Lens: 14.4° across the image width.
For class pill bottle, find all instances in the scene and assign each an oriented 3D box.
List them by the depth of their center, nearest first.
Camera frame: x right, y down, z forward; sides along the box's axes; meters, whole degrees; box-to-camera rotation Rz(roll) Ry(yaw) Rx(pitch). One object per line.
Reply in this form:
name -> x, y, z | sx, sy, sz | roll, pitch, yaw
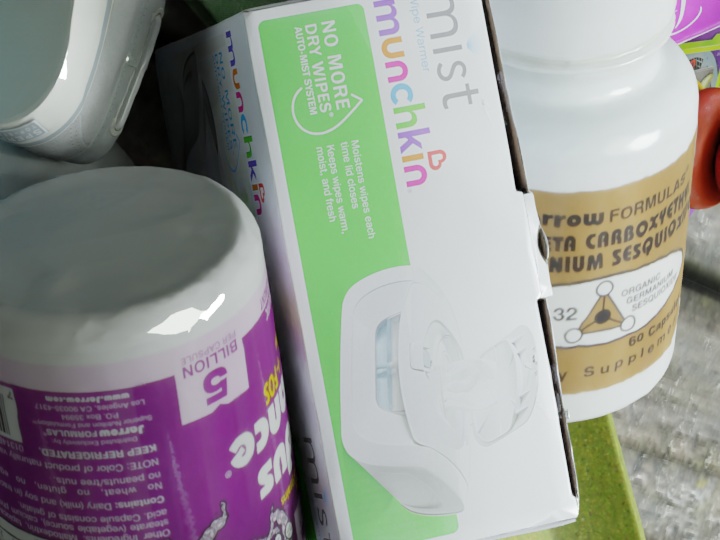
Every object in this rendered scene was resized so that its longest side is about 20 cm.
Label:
pill bottle -> -0.077, 0.074, 1.000 | 0.112, 0.112, 0.201 | -38, 133, -41
pill bottle -> 0.077, -0.048, 1.148 | 0.114, 0.114, 0.201 | -38, 141, -41

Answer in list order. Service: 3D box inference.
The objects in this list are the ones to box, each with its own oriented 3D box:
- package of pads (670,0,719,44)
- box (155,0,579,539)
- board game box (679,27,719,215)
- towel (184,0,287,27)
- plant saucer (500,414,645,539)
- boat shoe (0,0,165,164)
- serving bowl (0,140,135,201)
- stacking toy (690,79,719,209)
package of pads -> 0.115, -0.153, 1.217 | 0.199, 0.076, 0.121 | -24, 128, -10
box -> 0.000, 0.000, 1.072 | 0.096, 0.176, 0.201 | -11, 93, -14
board game box -> 0.168, -0.095, 1.473 | 0.200, 0.032, 0.120 | -50, 135, -30
towel -> -0.006, -0.172, 1.197 | 0.201, 0.023, 0.153 | -60, 144, -17
plant saucer -> 0.046, 0.056, 1.280 | 0.199, 0.048, 0.201 | 14, 58, -56
boat shoe -> -0.090, -0.136, 1.030 | 0.068, 0.072, 0.201 | 33, 61, -59
serving bowl -> -0.131, 0.033, 1.064 | 0.200, 0.066, 0.201 | -29, 127, -47
stacking toy -> 0.123, -0.065, 1.265 | 0.085, 0.199, 0.086 | -27, 125, -47
